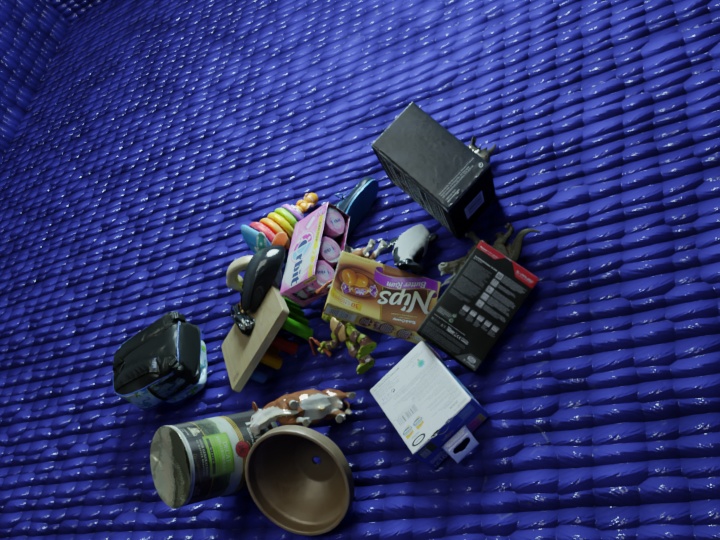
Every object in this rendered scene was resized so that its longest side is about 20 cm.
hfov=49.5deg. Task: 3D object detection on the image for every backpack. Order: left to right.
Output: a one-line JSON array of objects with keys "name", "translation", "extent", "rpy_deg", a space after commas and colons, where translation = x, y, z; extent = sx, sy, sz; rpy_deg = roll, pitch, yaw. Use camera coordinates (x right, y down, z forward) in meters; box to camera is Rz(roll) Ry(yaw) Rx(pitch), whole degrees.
[{"name": "backpack", "translation": [-0.449, 0.219, 1.763], "extent": [0.200, 0.147, 0.183], "rpy_deg": [-28, 46, 15]}]

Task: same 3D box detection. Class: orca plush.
[{"name": "orca plush", "translation": [0.111, -0.024, 1.529], "extent": [0.105, 0.071, 0.200], "rpy_deg": [-18, 20, 3]}]

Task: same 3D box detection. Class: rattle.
[{"name": "rattle", "translation": [-0.223, 0.024, 1.716], "extent": [0.200, 0.130, 0.143], "rpy_deg": [-39, 25, 41]}]

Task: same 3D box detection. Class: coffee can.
[{"name": "coffee can", "translation": [-0.263, 0.343, 1.439], "extent": [0.146, 0.200, 0.147], "rpy_deg": [3, 94, 47]}]

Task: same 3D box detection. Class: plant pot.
[{"name": "plant pot", "translation": [-0.095, 0.353, 1.374], "extent": [0.201, 0.201, 0.093], "rpy_deg": [-22, 6, 25]}]

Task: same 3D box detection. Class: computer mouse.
[{"name": "computer mouse", "translation": [-0.225, 0.028, 1.644], "extent": [0.200, 0.053, 0.138], "rpy_deg": [-61, 24, 3]}]

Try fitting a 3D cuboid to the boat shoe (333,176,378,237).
[{"name": "boat shoe", "translation": [-0.040, -0.133, 1.742], "extent": [0.069, 0.084, 0.200], "rpy_deg": [32, 80, 37]}]

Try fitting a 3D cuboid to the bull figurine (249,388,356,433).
[{"name": "bull figurine", "translation": [-0.104, 0.255, 1.427], "extent": [0.121, 0.200, 0.065], "rpy_deg": [-9, 90, 62]}]

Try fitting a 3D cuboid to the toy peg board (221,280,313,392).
[{"name": "toy peg board", "translation": [-0.192, 0.141, 1.644], "extent": [0.199, 0.098, 0.200], "rpy_deg": [-58, 25, 10]}]

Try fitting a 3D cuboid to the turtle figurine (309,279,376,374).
[{"name": "turtle figurine", "translation": [-0.032, 0.127, 1.529], "extent": [0.161, 0.064, 0.200], "rpy_deg": [46, 133, 34]}]

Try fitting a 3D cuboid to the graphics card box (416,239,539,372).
[{"name": "graphics card box", "translation": [0.204, 0.064, 1.367], "extent": [0.125, 0.051, 0.200], "rpy_deg": [34, 81, 8]}]

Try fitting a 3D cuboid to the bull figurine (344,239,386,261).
[{"name": "bull figurine", "translation": [0.000, 0.000, 1.603], "extent": [0.121, 0.065, 0.200], "rpy_deg": [-43, 38, 28]}]

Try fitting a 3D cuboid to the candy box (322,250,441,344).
[{"name": "candy box", "translation": [0.041, 0.052, 1.461], "extent": [0.056, 0.200, 0.117], "rpy_deg": [114, 173, -62]}]

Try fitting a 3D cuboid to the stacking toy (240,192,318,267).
[{"name": "stacking toy", "translation": [-0.174, -0.115, 1.842], "extent": [0.200, 0.116, 0.110], "rpy_deg": [-46, 43, -16]}]

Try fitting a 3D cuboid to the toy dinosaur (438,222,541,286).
[{"name": "toy dinosaur", "translation": [0.247, -0.026, 1.446], "extent": [0.200, 0.077, 0.102], "rpy_deg": [-12, 64, 27]}]

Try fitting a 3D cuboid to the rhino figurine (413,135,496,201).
[{"name": "rhino figurine", "translation": [0.193, -0.217, 1.634], "extent": [0.200, 0.060, 0.088], "rpy_deg": [-28, 48, 18]}]

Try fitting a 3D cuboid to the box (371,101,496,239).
[{"name": "box", "translation": [0.145, -0.188, 1.491], "extent": [0.198, 0.200, 0.123], "rpy_deg": [42, 89, 17]}]

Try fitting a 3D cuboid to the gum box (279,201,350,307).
[{"name": "gum box", "translation": [-0.094, -0.028, 1.621], "extent": [0.113, 0.066, 0.200], "rpy_deg": [-29, 40, 41]}]

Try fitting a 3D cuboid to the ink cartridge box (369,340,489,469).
[{"name": "ink cartridge box", "translation": [0.122, 0.236, 1.329], "extent": [0.136, 0.076, 0.200], "rpy_deg": [-44, 40, 4]}]
